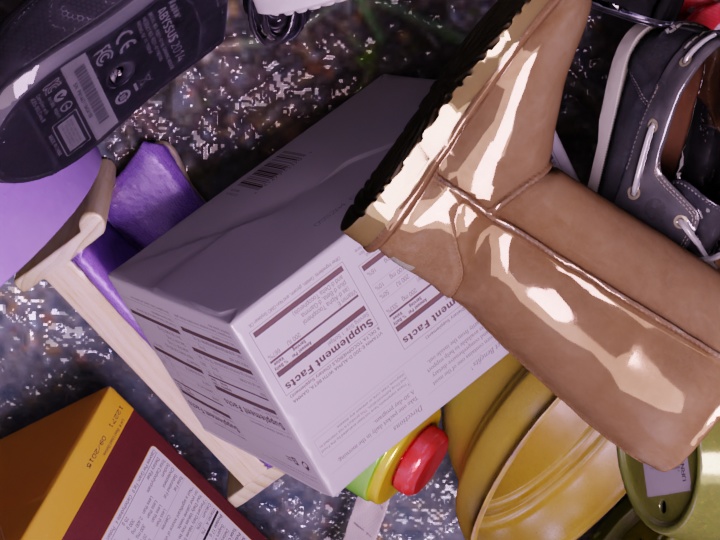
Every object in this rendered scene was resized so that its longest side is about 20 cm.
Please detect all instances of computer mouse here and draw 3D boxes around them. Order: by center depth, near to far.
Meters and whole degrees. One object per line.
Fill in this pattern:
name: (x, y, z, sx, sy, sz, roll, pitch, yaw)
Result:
computer mouse: (-0.114, -0.118, 0.920, 0.200, 0.053, 0.139, -37, 158, -15)

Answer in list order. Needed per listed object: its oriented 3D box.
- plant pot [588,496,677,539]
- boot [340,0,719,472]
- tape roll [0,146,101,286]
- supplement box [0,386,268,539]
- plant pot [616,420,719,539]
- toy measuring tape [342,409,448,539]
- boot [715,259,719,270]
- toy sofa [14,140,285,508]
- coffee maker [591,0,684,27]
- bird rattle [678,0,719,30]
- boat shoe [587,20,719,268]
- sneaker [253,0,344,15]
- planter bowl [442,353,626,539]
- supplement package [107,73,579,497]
plant pot: (0.228, 0.220, 1.145, 0.193, 0.200, 0.200, 41, 108, -6)
boot: (0.115, -0.027, 0.902, 0.200, 0.066, 0.175, 34, 103, -12)
tape roll: (-0.239, -0.033, 0.995, 0.200, 0.200, 0.085, -33, 111, 13)
supplement box: (-0.164, 0.207, 1.111, 0.197, 0.133, 0.200, -26, 116, 38)
plant pot: (0.249, 0.087, 1.042, 0.200, 0.187, 0.187, -2, 117, -20)
toy measuring tape: (0.002, 0.121, 1.083, 0.074, 0.074, 0.200, 13, 129, -7)
boot: (0.204, -0.025, 1.062, 0.200, 0.097, 0.075, -12, 105, 4)
toy sofa: (-0.095, 0.029, 1.092, 0.098, 0.083, 0.200, -35, 112, 15)
coffee maker: (0.128, -0.226, 0.899, 0.135, 0.192, 0.200, 26, 113, 8)
bird rattle: (0.246, -0.157, 1.007, 0.163, 0.113, 0.200, 7, 119, -23)
boat shoe: (0.153, -0.024, 0.955, 0.072, 0.068, 0.200, 3, 99, -38)
sneaker: (0.021, -0.192, 0.863, 0.200, 0.073, 0.114, -20, 97, 30)
planter bowl: (0.108, 0.075, 1.096, 0.083, 0.200, 0.200, 41, 115, 28)
supplement package: (0.000, 0.000, 0.999, 0.200, 0.156, 0.111, -37, 114, -19)
